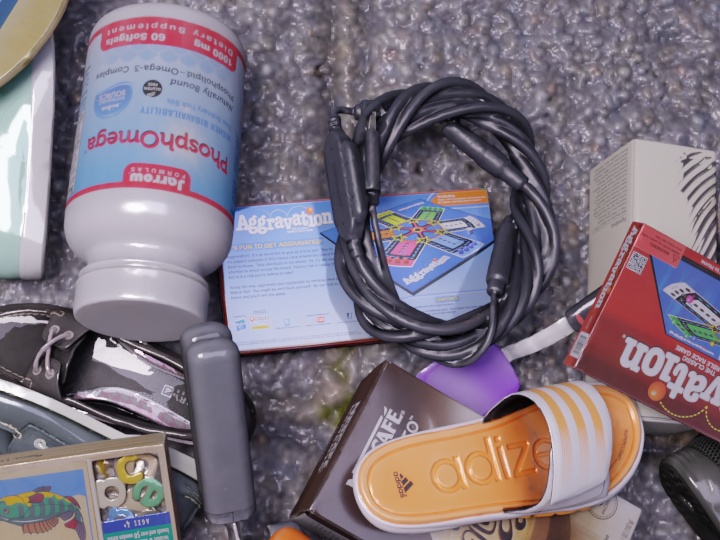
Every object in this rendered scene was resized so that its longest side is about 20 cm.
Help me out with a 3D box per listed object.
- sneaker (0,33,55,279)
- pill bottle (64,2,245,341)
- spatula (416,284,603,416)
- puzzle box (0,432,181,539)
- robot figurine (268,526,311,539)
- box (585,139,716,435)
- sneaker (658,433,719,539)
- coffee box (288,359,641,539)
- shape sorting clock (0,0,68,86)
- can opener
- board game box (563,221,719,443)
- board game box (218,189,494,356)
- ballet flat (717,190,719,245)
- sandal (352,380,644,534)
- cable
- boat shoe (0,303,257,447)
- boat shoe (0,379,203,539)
[{"bbox_3d":[-0.262,-0.097,0.759,0.117,0.074,0.202,3,77,-14],"label":"sneaker"},{"bbox_3d":[-0.133,-0.062,0.749,0.108,0.109,0.201,6,68,-11],"label":"pill bottle"},{"bbox_3d":[0.131,0.043,0.795,0.199,0.021,0.057,-33,101,17],"label":"spatula"},{"bbox_3d":[-0.207,0.178,0.696,0.198,0.025,0.134,-8,100,-6],"label":"puzzle box"},{"bbox_3d":[0.010,0.237,0.660,0.200,0.144,0.117,39,88,5],"label":"robot figurine"},{"bbox_3d":[0.209,0.014,0.833,0.068,0.082,0.202,7,77,-12],"label":"box"},{"bbox_3d":[0.311,0.191,0.815,0.114,0.076,0.200,-31,80,-11],"label":"sneaker"},{"bbox_3d":[0.068,0.162,0.766,0.199,0.080,0.114,30,71,-4],"label":"coffee box"},{"bbox_3d":[-0.280,-0.180,0.765,0.198,0.039,0.201,-6,59,10],"label":"shape sorting clock"},{"bbox_3d":[-0.067,0.129,0.717,0.066,0.053,0.201,-9,109,-13],"label":"can opener"},{"bbox_3d":[0.240,0.058,0.758,0.199,0.019,0.103,26,91,-15],"label":"board game box"},{"bbox_3d":[0.000,0.000,0.815,0.198,0.019,0.104,-4,79,-13],"label":"board game box"},{"bbox_3d":[0.294,0.016,0.808,0.068,0.067,0.201,-14,114,6],"label":"ballet flat"},{"bbox_3d":[0.098,0.115,0.709,0.205,0.059,0.080,-12,71,-22],"label":"sandal"},{"bbox_3d":[0.060,-0.032,0.798,0.162,0.051,0.201,-7,76,-19],"label":"cable"},{"bbox_3d":[-0.160,0.066,0.752,0.199,0.057,0.067,21,73,-7],"label":"boat shoe"},{"bbox_3d":[-0.193,0.118,0.726,0.199,0.073,0.062,24,70,-11],"label":"boat shoe"}]
